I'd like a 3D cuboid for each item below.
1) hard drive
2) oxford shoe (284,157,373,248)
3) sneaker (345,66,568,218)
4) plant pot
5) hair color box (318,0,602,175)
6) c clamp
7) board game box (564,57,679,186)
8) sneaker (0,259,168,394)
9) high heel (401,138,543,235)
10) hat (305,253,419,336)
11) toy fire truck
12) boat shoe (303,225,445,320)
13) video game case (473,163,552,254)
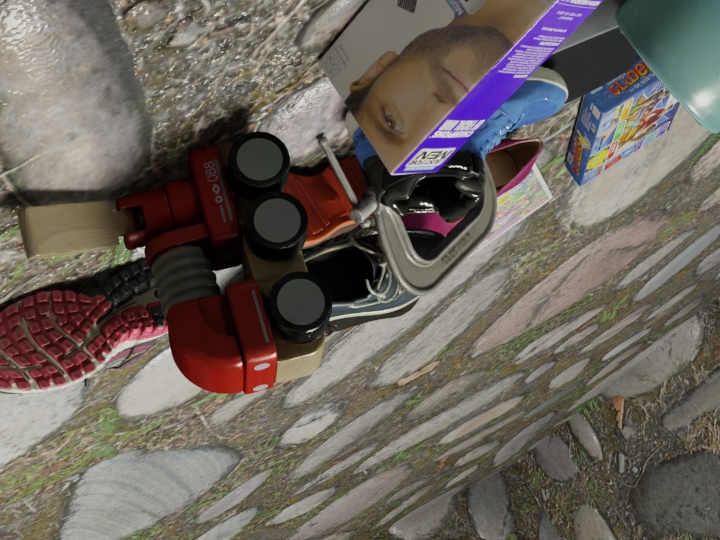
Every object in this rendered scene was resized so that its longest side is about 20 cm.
[{"bbox_3d":[0.192,-0.199,1.148,0.198,0.043,0.135,-25,161,-26],"label":"hard drive"},{"bbox_3d":[-0.058,-0.042,1.082,0.198,0.072,0.072,-14,160,-48],"label":"oxford shoe"},{"bbox_3d":[0.094,-0.100,1.050,0.197,0.113,0.077,-10,155,-19],"label":"sneaker"},{"bbox_3d":[0.317,-0.223,1.032,0.188,0.201,0.199,-41,161,21],"label":"plant pot"},{"bbox_3d":[0.070,-0.172,0.889,0.064,0.110,0.200,-10,151,-50],"label":"hair color box"},{"bbox_3d":[0.058,-0.073,1.133,0.027,0.173,0.199,-7,-160,43],"label":"c clamp"},{"bbox_3d":[0.302,-0.178,1.415,0.134,0.035,0.200,-32,163,-8],"label":"board game box"},{"bbox_3d":[-0.224,0.059,1.033,0.198,0.081,0.075,-19,160,-40],"label":"sneaker"},{"bbox_3d":[0.105,-0.082,1.248,0.096,0.068,0.199,-35,171,40],"label":"high heel"},{"bbox_3d":[-0.040,0.023,1.256,0.198,0.082,0.201,-18,170,-3],"label":"hat"},{"bbox_3d":[-0.132,0.000,0.911,0.197,0.178,0.129,-13,159,-12],"label":"toy fire truck"},{"bbox_3d":[0.000,0.000,1.139,0.197,0.076,0.062,-11,166,-21],"label":"boat shoe"},{"bbox_3d":[0.148,-0.072,1.455,0.142,0.018,0.200,-35,163,7],"label":"video game case"}]
